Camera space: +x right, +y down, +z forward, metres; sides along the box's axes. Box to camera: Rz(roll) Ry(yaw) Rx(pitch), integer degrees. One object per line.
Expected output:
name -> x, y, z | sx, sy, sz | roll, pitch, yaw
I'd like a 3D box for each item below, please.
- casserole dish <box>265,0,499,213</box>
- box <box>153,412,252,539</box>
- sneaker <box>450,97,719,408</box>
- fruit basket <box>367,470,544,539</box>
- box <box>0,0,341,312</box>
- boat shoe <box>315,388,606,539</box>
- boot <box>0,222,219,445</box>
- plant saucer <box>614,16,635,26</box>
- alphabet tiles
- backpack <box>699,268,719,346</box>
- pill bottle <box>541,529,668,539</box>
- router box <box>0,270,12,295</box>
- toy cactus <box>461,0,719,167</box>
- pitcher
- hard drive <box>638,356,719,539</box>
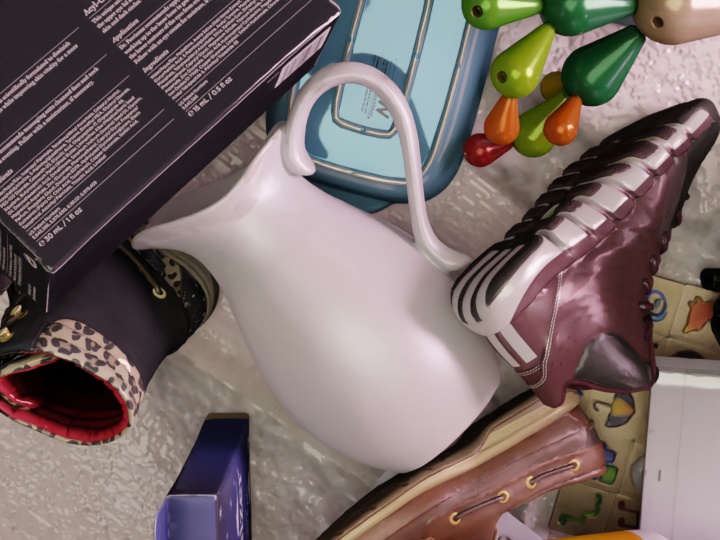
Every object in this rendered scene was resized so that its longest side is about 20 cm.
casserole dish -> 0.014, -0.127, 1.000 | 0.121, 0.039, 0.200 | 15, 102, 2
box -> -0.084, 0.163, 0.975 | 0.032, 0.200, 0.121 | 0, 100, 4
sneaker -> 0.147, 0.000, 0.973 | 0.200, 0.076, 0.116 | -41, 104, -21
fruit basket -> 0.042, 0.233, 1.033 | 0.185, 0.094, 0.200 | 38, 91, 5
box -> -0.131, -0.101, 0.871 | 0.141, 0.079, 0.200 | 45, 70, 2
boat shoe -> 0.052, 0.138, 1.000 | 0.200, 0.072, 0.068 | -32, 89, -9
boot -> -0.188, 0.007, 0.975 | 0.203, 0.154, 0.074 | 26, 120, -3
plant saucer -> 0.172, -0.234, 0.976 | 0.200, 0.027, 0.200 | 1, 101, 5
alphabet tiles -> 0.199, 0.095, 1.042 | 0.200, 0.006, 0.167 | 16, 100, 1
backpack -> 0.296, -0.009, 0.921 | 0.200, 0.191, 0.154 | 6, 104, 2
pill bottle -> 0.123, 0.202, 0.965 | 0.200, 0.111, 0.111 | -4, 100, -17
router box -> -0.195, -0.109, 0.935 | 0.150, 0.062, 0.200 | 34, 69, 2
toy cactus -> 0.131, -0.144, 0.949 | 0.165, 0.102, 0.200 | -3, 123, -12
pitcher -> 0.000, 0.000, 0.974 | 0.172, 0.121, 0.200 | -41, 98, 20
hard drive -> 0.263, 0.117, 1.002 | 0.200, 0.026, 0.132 | 4, 117, 8
